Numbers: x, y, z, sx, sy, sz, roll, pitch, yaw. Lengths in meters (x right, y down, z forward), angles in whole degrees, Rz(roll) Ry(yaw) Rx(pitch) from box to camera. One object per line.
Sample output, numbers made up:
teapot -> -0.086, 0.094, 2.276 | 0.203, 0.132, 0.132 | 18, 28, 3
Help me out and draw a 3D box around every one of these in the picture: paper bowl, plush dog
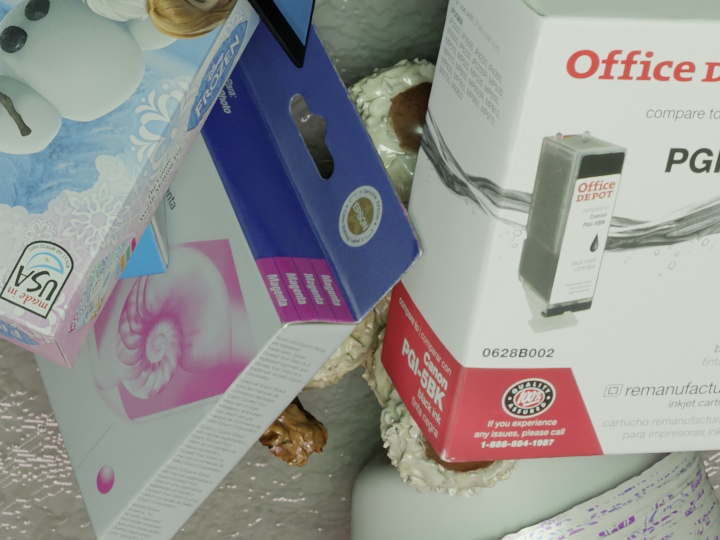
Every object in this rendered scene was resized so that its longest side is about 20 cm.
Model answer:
paper bowl -> 0.075, 0.124, 1.148 | 0.199, 0.201, 0.105 | -20, 93, 10
plush dog -> 0.000, 0.000, 1.100 | 0.171, 0.160, 0.202 | -5, 99, 16

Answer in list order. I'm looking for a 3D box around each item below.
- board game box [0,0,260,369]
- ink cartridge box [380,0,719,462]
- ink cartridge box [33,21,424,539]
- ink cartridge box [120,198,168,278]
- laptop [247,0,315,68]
board game box -> -0.158, -0.091, 0.927 | 0.199, 0.200, 0.043 | 23, 163, 13
ink cartridge box -> 0.102, -0.028, 0.941 | 0.146, 0.083, 0.201 | -1, 120, -20
ink cartridge box -> -0.077, -0.013, 1.026 | 0.043, 0.197, 0.200 | 16, 126, -40
ink cartridge box -> -0.190, -0.067, 0.993 | 0.198, 0.146, 0.084 | -7, 153, 1
laptop -> 0.030, -0.185, 0.897 | 0.199, 0.177, 0.104 | -27, 81, 3
